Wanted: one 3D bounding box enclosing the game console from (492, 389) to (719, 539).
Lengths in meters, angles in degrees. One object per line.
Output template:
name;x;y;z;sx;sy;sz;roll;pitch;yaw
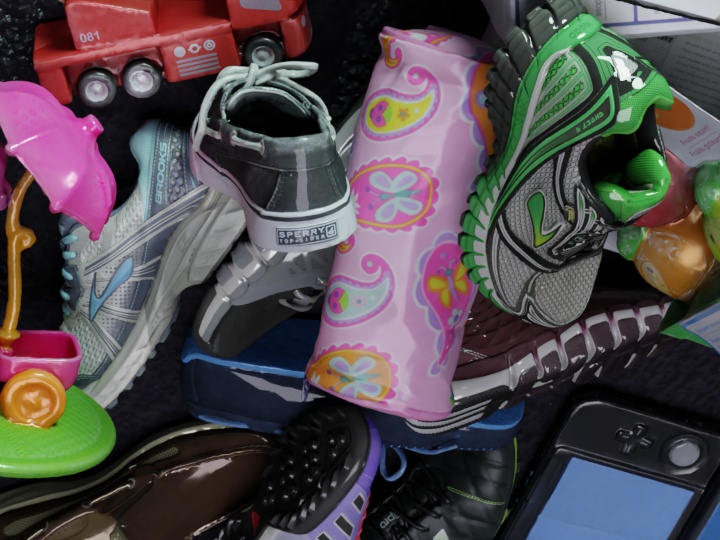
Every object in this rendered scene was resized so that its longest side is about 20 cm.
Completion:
game console;0.174;0.197;1.512;0.172;0.119;0.200;17;120;-16

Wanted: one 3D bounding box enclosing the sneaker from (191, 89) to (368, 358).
sneaker;0.000;0.000;1.354;0.115;0.075;0.200;42;113;6

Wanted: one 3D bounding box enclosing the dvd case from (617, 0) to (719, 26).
dvd case;0.156;-0.219;1.154;0.142;0.018;0.201;13;106;-6

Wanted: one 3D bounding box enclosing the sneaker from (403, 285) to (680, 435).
sneaker;0.098;0.009;1.404;0.200;0.116;0.076;-18;162;-20

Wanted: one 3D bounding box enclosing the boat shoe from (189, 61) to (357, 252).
boat shoe;-0.049;-0.070;1.256;0.073;0.199;0.068;-9;110;-6

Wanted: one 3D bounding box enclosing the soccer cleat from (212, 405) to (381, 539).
soccer cleat;-0.026;0.145;1.433;0.073;0.068;0.200;12;137;-24

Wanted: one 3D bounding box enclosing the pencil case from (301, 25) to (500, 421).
pencil case;0.028;-0.023;1.275;0.087;0.087;0.201;10;101;-11

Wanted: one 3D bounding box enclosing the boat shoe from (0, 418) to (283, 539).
boat shoe;-0.132;0.152;1.480;0.202;0.075;0.075;-22;123;10

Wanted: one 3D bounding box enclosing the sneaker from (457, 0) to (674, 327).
sneaker;0.102;-0.035;1.200;0.078;0.085;0.200;-36;150;-26

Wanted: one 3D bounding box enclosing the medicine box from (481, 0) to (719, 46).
medicine box;0.158;-0.214;1.219;0.199;0.103;0.183;-5;108;-2

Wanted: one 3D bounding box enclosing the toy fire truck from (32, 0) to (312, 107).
toy fire truck;-0.134;-0.159;1.288;0.199;0.049;0.141;-12;123;2

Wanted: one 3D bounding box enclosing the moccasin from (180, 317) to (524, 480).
moccasin;-0.006;0.072;1.448;0.199;0.081;0.068;14;128;3

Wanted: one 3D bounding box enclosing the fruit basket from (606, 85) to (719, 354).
fruit basket;0.165;-0.029;1.284;0.200;0.094;0.185;28;159;-11

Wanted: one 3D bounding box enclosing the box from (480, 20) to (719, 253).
box;0.136;-0.109;1.355;0.144;0.036;0.200;17;122;-15

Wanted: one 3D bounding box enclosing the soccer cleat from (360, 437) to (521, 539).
soccer cleat;0.027;0.161;1.497;0.081;0.068;0.200;2;130;-42

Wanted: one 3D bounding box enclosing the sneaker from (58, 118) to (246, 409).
sneaker;-0.136;-0.002;1.390;0.086;0.078;0.200;32;110;-9

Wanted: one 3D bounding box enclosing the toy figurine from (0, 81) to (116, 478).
toy figurine;-0.205;-0.011;1.285;0.199;0.150;0.185;9;108;-17
